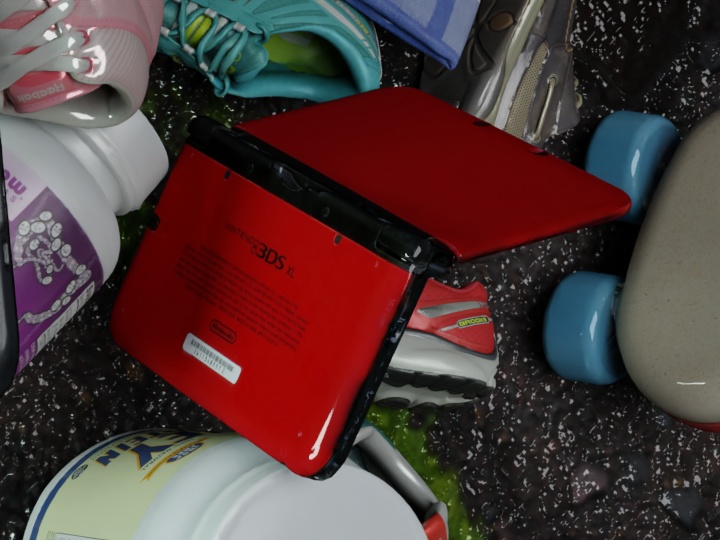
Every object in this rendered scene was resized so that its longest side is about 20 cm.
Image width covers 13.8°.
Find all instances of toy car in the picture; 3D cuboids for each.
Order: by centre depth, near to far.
[{"bbox_3d":[0.234,0.016,1.627,0.200,0.184,0.177,28,74,-54],"label":"toy car"}]

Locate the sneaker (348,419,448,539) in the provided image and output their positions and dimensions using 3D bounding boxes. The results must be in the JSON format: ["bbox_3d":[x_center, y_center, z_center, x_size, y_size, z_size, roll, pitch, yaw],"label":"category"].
[{"bbox_3d":[0.017,0.157,1.521,0.070,0.093,0.200,-32,103,-25],"label":"sneaker"}]

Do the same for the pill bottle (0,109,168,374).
[{"bbox_3d":[-0.185,-0.007,1.407,0.112,0.112,0.200,49,68,-18],"label":"pill bottle"}]

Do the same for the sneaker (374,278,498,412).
[{"bbox_3d":[-0.020,0.016,1.531,0.200,0.077,0.085,16,61,-28],"label":"sneaker"}]

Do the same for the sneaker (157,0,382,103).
[{"bbox_3d":[-0.075,-0.129,1.474,0.200,0.080,0.078,12,126,-27],"label":"sneaker"}]

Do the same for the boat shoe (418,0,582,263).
[{"bbox_3d":[0.076,-0.096,1.581,0.073,0.074,0.200,29,83,-36],"label":"boat shoe"}]

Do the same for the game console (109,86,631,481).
[{"bbox_3d":[0.000,0.000,1.394,0.119,0.200,0.173,20,96,-38],"label":"game console"}]

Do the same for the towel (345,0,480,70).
[{"bbox_3d":[0.019,-0.218,1.544,0.147,0.024,0.200,32,57,-23],"label":"towel"}]

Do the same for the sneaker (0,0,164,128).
[{"bbox_3d":[-0.150,-0.135,1.326,0.200,0.075,0.105,46,41,-51],"label":"sneaker"}]

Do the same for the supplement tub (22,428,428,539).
[{"bbox_3d":[-0.064,0.149,1.417,0.145,0.200,0.145,1,88,-28],"label":"supplement tub"}]

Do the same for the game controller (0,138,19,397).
[{"bbox_3d":[-0.208,-0.033,1.302,0.104,0.042,0.200,-6,96,-13],"label":"game controller"}]
